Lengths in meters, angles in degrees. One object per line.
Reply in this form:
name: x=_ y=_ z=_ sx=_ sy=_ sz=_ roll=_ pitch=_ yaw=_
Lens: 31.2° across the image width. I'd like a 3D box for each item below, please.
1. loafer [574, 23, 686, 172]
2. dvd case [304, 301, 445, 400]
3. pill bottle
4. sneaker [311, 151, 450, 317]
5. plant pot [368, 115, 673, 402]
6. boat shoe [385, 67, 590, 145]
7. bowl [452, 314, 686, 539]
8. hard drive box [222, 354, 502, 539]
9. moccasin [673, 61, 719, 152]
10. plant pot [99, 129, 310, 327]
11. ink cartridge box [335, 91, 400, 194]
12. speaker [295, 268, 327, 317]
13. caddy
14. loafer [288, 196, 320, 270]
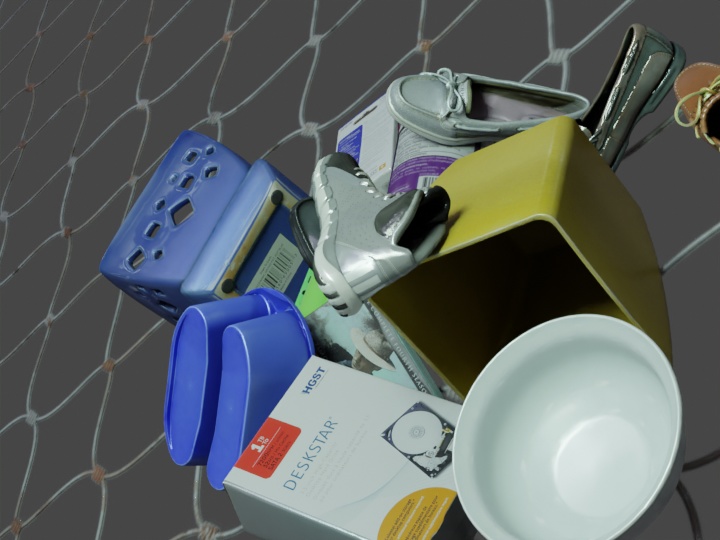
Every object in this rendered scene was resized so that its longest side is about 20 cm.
loafer: x=0.227 y=-0.143 z=1.233 sx=0.201 sy=0.063 sz=0.072 roll=-56 pitch=23 yaw=10
dvd case: x=-0.032 y=0.117 z=1.281 sx=0.199 sy=0.147 sz=0.022 roll=-34 pitch=-5 yaw=23
pill bottle: x=0.087 y=-0.102 z=1.338 sx=0.111 sy=0.111 sz=0.201 roll=-19 pitch=47 yaw=38
sneaker: x=0.023 y=-0.049 z=1.081 sx=0.115 sy=0.075 sz=0.201 roll=-26 pitch=35 yaw=17
plant pot: x=0.149 y=-0.014 z=1.134 sx=0.199 sy=0.200 sz=0.177 roll=-21 pitch=36 yaw=37
boat shoe: x=0.126 y=-0.164 z=1.278 sx=0.065 sy=0.200 sz=0.075 roll=110 pitch=171 yaw=-56
bowl: x=0.179 y=0.144 z=1.026 sx=0.200 sy=0.090 sz=0.203 roll=-22 pitch=51 yaw=29
hard drive box: x=0.008 y=0.179 z=1.125 sx=0.199 sy=0.077 sz=0.156 roll=15 pitch=53 yaw=29
moccasin: x=0.322 y=-0.132 z=1.119 sx=0.074 sy=0.078 sz=0.202 roll=-42 pitch=31 yaw=19
plant pot: x=-0.138 y=-0.019 z=1.458 sx=0.179 sy=0.200 sz=0.201 roll=17 pitch=72 yaw=47
ink cartridge box: x=0.012 y=-0.133 z=1.501 sx=0.094 sy=0.037 sz=0.201 roll=-35 pitch=28 yaw=24
speaker: x=-0.020 y=0.031 z=1.370 sx=0.088 sy=0.088 sz=0.201 roll=-4 pitch=57 yaw=47
caddy: x=-0.109 y=0.117 z=1.247 sx=0.141 sy=0.104 sz=0.202 roll=21 pitch=108 yaw=44
loafer: x=0.000 y=0.000 z=1.300 sx=0.068 sy=0.071 sz=0.201 roll=-34 pitch=76 yaw=-18
